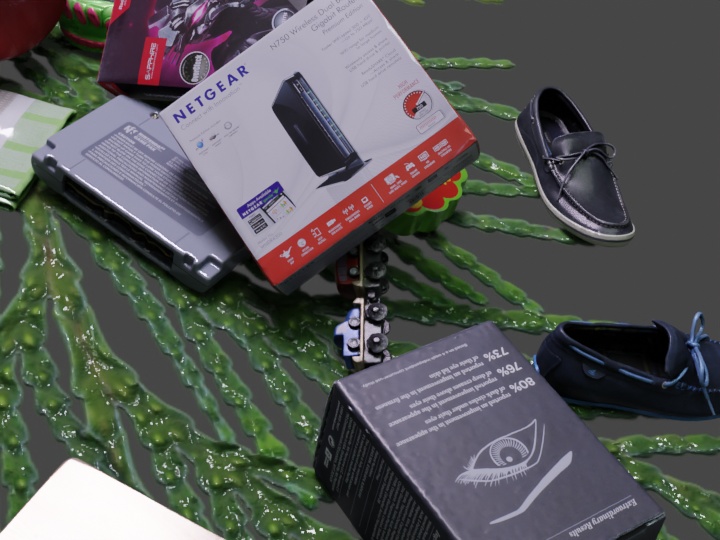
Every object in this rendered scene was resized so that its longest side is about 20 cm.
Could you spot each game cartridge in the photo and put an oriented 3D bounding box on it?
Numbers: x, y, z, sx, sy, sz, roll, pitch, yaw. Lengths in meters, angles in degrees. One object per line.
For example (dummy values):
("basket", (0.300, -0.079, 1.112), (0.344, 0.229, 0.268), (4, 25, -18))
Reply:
("game cartridge", (-0.167, -0.073, 1.089), (0.200, 0.041, 0.133), (35, 50, 15))

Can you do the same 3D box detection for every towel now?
("towel", (-0.370, -0.130, 1.109), (0.199, 0.031, 0.150), (15, 44, 1))

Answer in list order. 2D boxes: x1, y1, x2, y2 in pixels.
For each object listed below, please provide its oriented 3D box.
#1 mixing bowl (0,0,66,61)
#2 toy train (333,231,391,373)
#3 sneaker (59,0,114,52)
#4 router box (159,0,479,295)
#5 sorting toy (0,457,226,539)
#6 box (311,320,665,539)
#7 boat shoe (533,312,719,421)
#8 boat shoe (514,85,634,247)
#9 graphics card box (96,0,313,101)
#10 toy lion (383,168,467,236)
("mixing bowl", (-0.351, -0.267, 1.177), (0.199, 0.109, 0.201), (-9, 51, 11))
("toy train", (0.000, 0.000, 1.035), (0.046, 0.034, 0.201), (-4, 57, 5))
("sneaker", (-0.196, -0.242, 1.236), (0.199, 0.077, 0.084), (21, 47, 6))
("router box", (-0.034, -0.110, 1.027), (0.200, 0.049, 0.180), (-36, 76, 1))
("sorting toy", (-0.151, 0.242, 0.749), (0.199, 0.070, 0.199), (26, 45, 12))
("box", (0.083, 0.153, 0.874), (0.147, 0.105, 0.200), (-18, 52, -29))
("boat shoe", (0.243, 0.078, 1.018), (0.199, 0.069, 0.084), (-1, 45, -15))
("boat shoe", (0.205, -0.101, 1.201), (0.074, 0.062, 0.201), (-4, 47, -20))
("graphics card box", (-0.132, -0.214, 1.129), (0.199, 0.051, 0.126), (8, 81, 20))
("toy lion", (0.007, -0.119, 1.176), (0.191, 0.069, 0.201), (16, 42, -7))
